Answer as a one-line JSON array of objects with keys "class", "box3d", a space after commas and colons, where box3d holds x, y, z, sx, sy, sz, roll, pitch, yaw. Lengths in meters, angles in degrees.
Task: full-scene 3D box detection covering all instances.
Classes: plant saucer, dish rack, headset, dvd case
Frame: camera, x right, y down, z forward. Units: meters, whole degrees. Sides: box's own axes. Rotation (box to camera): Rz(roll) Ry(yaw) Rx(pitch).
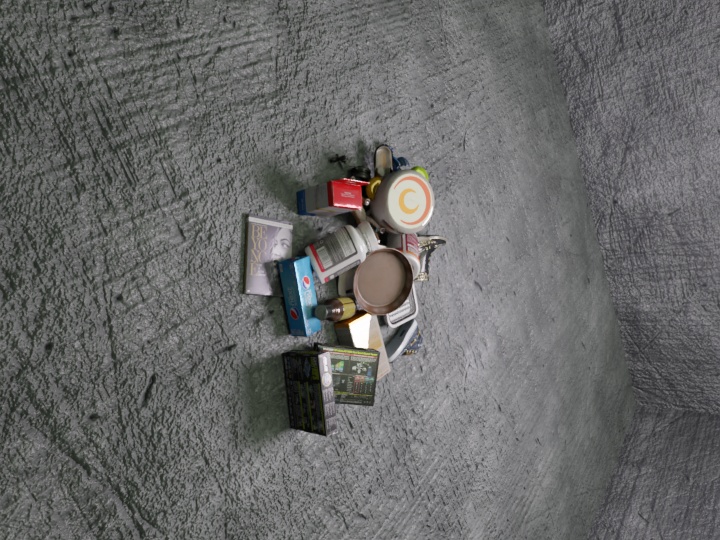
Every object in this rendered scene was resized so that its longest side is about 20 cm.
[{"class": "plant saucer", "box3d": [0.066, 0.030, 1.582, 0.192, 0.034, 0.209, -6, 108, -17]}, {"class": "dish rack", "box3d": [0.116, 0.072, 1.758, 0.169, 0.043, 0.209, -19, 99, -46]}, {"class": "headset", "box3d": [-0.020, -0.276, 1.646, 0.202, 0.091, 0.127, 59, 41, -44]}, {"class": "dvd case", "box3d": [-0.244, -0.037, 1.411, 0.145, 0.016, 0.209, 8, 80, -45]}]

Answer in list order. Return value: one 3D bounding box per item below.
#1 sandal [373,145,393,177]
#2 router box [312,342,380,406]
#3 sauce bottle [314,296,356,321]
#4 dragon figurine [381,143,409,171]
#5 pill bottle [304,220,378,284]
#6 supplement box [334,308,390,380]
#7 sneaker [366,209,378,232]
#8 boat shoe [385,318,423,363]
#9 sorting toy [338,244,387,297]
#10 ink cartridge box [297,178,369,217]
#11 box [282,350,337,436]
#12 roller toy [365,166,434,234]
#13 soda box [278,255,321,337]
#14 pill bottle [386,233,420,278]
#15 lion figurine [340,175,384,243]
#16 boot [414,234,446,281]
[{"class": "sandal", "box3d": [0.083, -0.298, 1.678, 0.078, 0.054, 0.210, -1, 87, -18]}, {"class": "router box", "box3d": [-0.047, 0.292, 1.491, 0.192, 0.062, 0.157, 10, 88, -21]}, {"class": "sauce bottle", "box3d": [-0.071, 0.110, 1.497, 0.199, 0.062, 0.068, 4, 83, -68]}, {"class": "dragon figurine", "box3d": [0.121, -0.340, 1.736, 0.057, 0.200, 0.102, -1, 125, -40]}, {"class": "pill bottle", "box3d": [-0.051, -0.057, 1.485, 0.195, 0.111, 0.114, -28, 108, -6]}, {"class": "supplement box", "box3d": [0.007, 0.236, 1.605, 0.124, 0.072, 0.208, -22, 101, -44]}, {"class": "sneaker", "box3d": [0.072, -0.161, 1.687, 0.200, 0.089, 0.080, -46, 149, -36]}, {"class": "boat shoe", "box3d": [0.149, 0.257, 1.752, 0.201, 0.069, 0.093, -47, 114, -40]}, {"class": "sorting toy", "box3d": [0.000, 0.000, 1.625, 0.196, 0.105, 0.187, 11, 97, -44]}, {"class": "ink cartridge box", "box3d": [-0.075, -0.200, 1.473, 0.113, 0.196, 0.070, -1, 86, -44]}, {"class": "box", "box3d": [-0.134, 0.318, 1.390, 0.043, 0.157, 0.209, -7, 90, -45]}, {"class": "roller toy", "box3d": [0.120, -0.205, 1.606, 0.193, 0.139, 0.190, -16, 99, -21]}, {"class": "soda box", "box3d": [-0.164, 0.070, 1.434, 0.067, 0.062, 0.209, -23, 108, -53]}, {"class": "pill bottle", "box3d": [0.135, -0.068, 1.699, 0.110, 0.107, 0.204, 48, 27, -31]}, {"class": "lion figurine", "box3d": [-0.004, -0.178, 1.577, 0.071, 0.122, 0.205, -33, 124, -17]}, {"class": "boot", "box3d": [0.232, -0.044, 1.873, 0.198, 0.072, 0.161, -4, 92, -42]}]
